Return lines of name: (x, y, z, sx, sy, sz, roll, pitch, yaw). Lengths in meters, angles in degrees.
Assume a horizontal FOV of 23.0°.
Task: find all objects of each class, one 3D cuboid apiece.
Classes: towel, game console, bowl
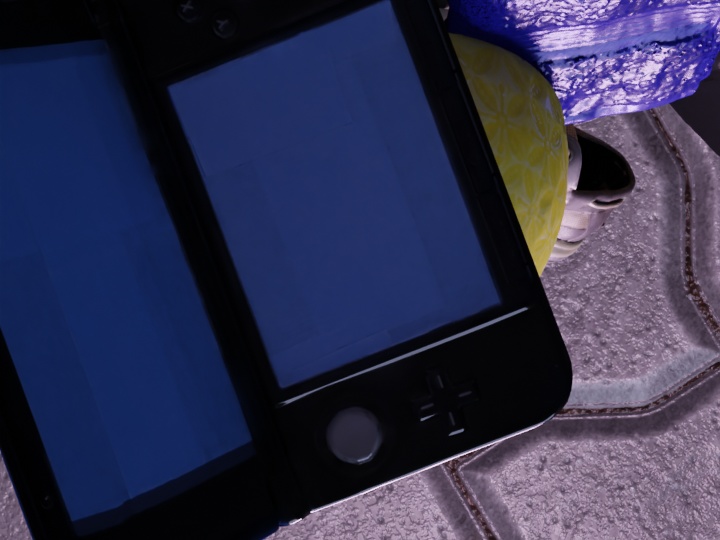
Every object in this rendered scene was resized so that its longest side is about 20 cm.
towel: (0.106, -0.117, 0.726, 0.146, 0.050, 0.200, -16, 160, -10)
game console: (-0.038, -0.015, 0.572, 0.169, 0.202, 0.118, -21, 180, 5)
bowl: (0.000, 0.000, 0.752, 0.197, 0.109, 0.201, -8, 153, -4)

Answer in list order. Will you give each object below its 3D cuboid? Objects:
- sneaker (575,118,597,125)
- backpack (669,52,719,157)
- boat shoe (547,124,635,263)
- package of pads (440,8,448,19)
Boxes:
sneaker: (0.099, -0.125, 1.013, 0.075, 0.093, 0.200, -14, -179, 2)
backpack: (0.242, -0.132, 1.010, 0.154, 0.200, 0.190, -49, -173, -2)
boat shoe: (0.072, -0.062, 0.880, 0.073, 0.075, 0.199, -35, 155, 24)
package of pads: (-0.029, -0.086, 1.012, 0.198, 0.069, 0.155, -17, 180, 3)
